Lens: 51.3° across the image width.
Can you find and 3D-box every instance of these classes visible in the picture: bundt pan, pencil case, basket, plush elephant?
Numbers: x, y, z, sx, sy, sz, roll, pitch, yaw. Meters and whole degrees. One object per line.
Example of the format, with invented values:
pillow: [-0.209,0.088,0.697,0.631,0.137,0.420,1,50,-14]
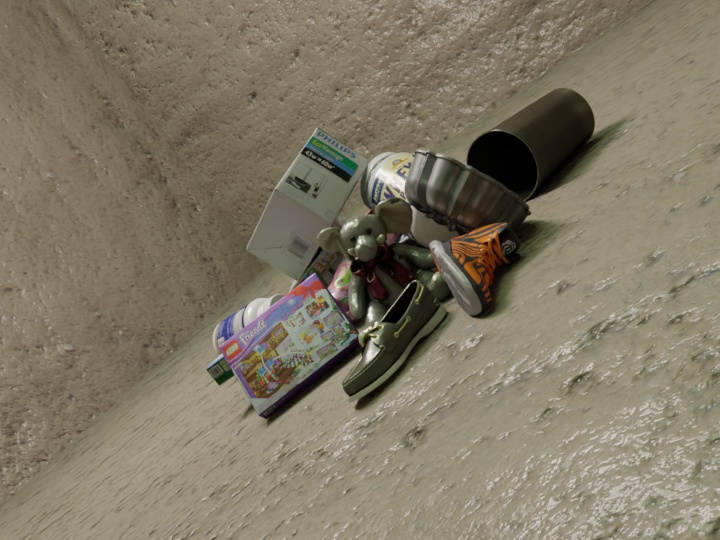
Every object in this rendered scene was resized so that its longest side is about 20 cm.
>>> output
bundt pan: [0.150,-0.101,1.132,0.076,0.201,0.202,-61,10,-1]
pencil case: [0.000,0.000,1.363,0.087,0.087,0.201,-23,34,59]
basket: [0.311,-0.228,1.325,0.199,0.137,0.180,-37,2,-25]
plush elephant: [0.026,-0.018,1.134,0.164,0.155,0.201,-34,27,13]

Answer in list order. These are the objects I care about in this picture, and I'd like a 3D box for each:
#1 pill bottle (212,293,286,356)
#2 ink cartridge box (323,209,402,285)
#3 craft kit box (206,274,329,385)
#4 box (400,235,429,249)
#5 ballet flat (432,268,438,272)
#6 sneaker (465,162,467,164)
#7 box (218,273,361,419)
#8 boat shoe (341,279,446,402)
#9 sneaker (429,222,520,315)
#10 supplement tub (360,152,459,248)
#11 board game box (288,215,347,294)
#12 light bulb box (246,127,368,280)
pill bottle: [-0.223,0.130,1.647,0.199,0.120,0.120,-30,11,38]
ink cartridge box: [-0.004,-0.031,1.549,0.200,0.084,0.145,-45,8,41]
craft kit box: [-0.163,0.105,1.369,0.199,0.049,0.198,-34,10,24]
box: [0.094,-0.041,1.545,0.121,0.033,0.200,-36,8,16]
ballet flat: [0.079,-0.012,1.315,0.068,0.073,0.200,-38,8,-9]
sneaker: [0.296,-0.235,1.580,0.129,0.080,0.199,-42,-6,36]
box: [-0.110,0.119,1.191,0.199,0.137,0.039,-37,-25,0]
boat shoe: [0.036,0.090,0.980,0.202,0.061,0.072,-44,10,-36]
sneaker: [0.161,-0.016,0.983,0.111,0.078,0.200,-23,23,2]
supplement tub: [0.103,-0.138,1.406,0.145,0.146,0.200,-39,39,-15]
board game box: [-0.084,-0.026,1.545,0.135,0.034,0.200,-52,10,20]
light bulb box: [-0.103,-0.128,1.453,0.199,0.124,0.201,-54,6,49]
